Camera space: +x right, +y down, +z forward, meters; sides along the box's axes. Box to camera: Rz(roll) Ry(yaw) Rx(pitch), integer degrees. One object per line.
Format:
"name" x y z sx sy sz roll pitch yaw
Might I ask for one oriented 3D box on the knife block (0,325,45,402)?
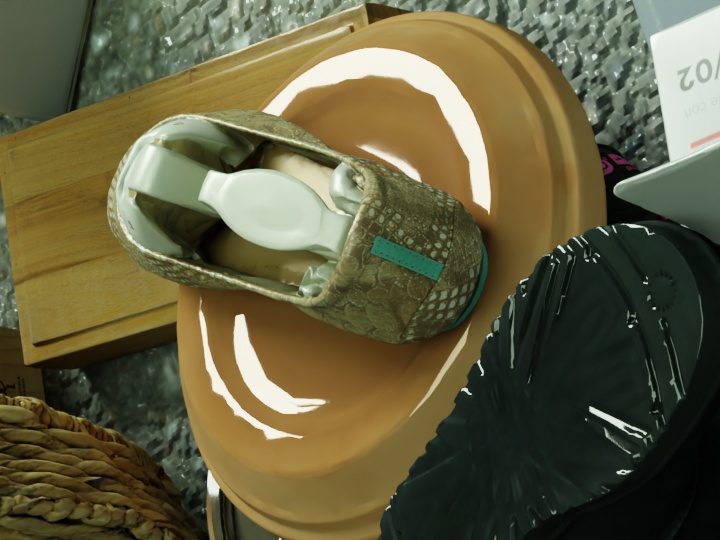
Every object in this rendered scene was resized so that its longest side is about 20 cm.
"knife block" -0.221 0.057 1.150 0.200 0.175 0.064 -23 66 34

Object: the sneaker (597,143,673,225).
"sneaker" 0.092 -0.003 0.982 0.199 0.077 0.084 2 86 34

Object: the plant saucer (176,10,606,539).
"plant saucer" 0.000 0.000 1.001 0.200 0.037 0.201 -21 60 40

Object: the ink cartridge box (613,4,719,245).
"ink cartridge box" 0.169 -0.046 0.843 0.115 0.200 0.068 -23 64 33

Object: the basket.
"basket" -0.158 0.099 1.083 0.143 0.200 0.149 -50 47 14

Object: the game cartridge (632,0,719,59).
"game cartridge" 0.180 -0.115 0.948 0.200 0.040 0.134 -29 74 33

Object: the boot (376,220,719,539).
"boot" 0.110 0.053 0.887 0.198 0.162 0.074 -56 47 43

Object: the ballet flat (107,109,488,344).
"ballet flat" -0.040 -0.025 0.976 0.200 0.065 0.071 13 81 47

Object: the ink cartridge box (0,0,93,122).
"ink cartridge box" -0.234 -0.126 1.194 0.199 0.146 0.084 14 93 36

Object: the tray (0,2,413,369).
"tray" -0.059 -0.030 1.124 0.199 0.037 0.099 -17 77 35

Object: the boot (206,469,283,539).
"boot" -0.003 0.117 1.048 0.097 0.075 0.201 -10 57 15
